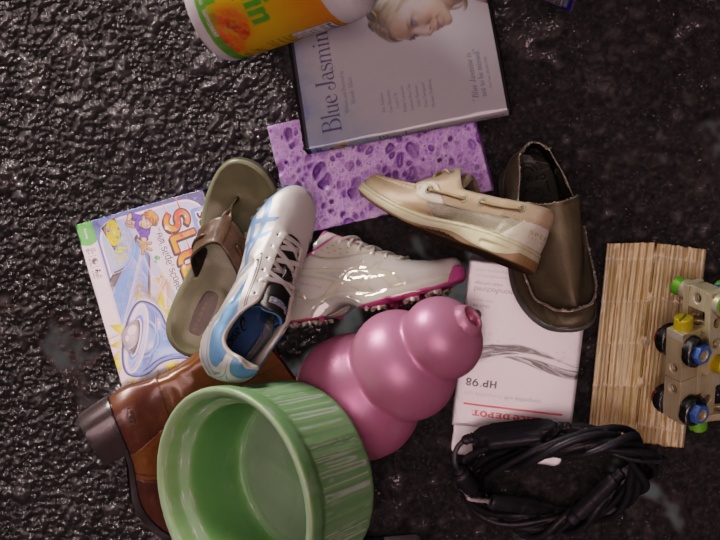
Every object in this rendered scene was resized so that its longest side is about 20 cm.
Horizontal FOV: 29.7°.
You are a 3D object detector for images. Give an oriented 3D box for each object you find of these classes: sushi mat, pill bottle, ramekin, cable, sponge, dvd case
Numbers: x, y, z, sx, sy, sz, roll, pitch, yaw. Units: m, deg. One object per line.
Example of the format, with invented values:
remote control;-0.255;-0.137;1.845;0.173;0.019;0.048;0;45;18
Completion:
sushi mat;0.276;0.072;1.316;0.096;0.012;0.200;6;96;5
pill bottle;-0.053;-0.271;1.242;0.200;0.111;0.111;-14;94;27
ramekin;-0.082;0.193;1.224;0.200;0.098;0.200;9;103;41
cable;0.190;0.200;1.280;0.200;0.051;0.163;-9;132;11
sponge;0.020;-0.109;1.318;0.200;0.030;0.112;-13;94;7
dvd case;0.034;-0.197;1.295;0.200;0.018;0.143;-11;78;7

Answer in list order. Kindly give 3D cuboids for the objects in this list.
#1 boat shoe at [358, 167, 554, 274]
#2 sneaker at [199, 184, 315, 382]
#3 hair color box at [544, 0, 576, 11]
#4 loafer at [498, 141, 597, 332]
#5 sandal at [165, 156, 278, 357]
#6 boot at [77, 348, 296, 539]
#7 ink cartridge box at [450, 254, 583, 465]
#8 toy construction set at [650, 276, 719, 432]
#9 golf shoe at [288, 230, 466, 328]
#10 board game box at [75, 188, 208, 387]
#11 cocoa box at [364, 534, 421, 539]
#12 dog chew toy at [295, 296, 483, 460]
boat shoe;0.087;-0.058;1.240;0.200;0.072;0.065;23;88;37
sneaker;-0.081;0.012;1.247;0.072;0.072;0.200;37;66;-38
hair color box;0.126;-0.332;1.263;0.200;0.065;0.109;22;89;4
loafer;0.168;-0.035;1.241;0.075;0.070;0.200;-10;58;-6
sandal;-0.129;-0.008;1.293;0.080;0.057;0.201;19;97;4
boot;-0.146;0.158;1.332;0.200;0.068;0.188;-29;113;-3
ink cartridge box;0.151;0.091;1.304;0.116;0.067;0.200;6;95;4
toy construction set;0.341;0.080;1.274;0.131;0.092;0.200;-18;103;-30
golf shoe;0.000;0.000;1.303;0.200;0.075;0.092;-11;84;14
board game box;-0.189;0.032;1.349;0.135;0.034;0.200;-16;93;6
cocoa box;0.003;0.370;1.305;0.131;0.133;0.200;-5;95;-1
dog chew toy;0.032;0.093;1.264;0.200;0.125;0.125;-38;90;30
